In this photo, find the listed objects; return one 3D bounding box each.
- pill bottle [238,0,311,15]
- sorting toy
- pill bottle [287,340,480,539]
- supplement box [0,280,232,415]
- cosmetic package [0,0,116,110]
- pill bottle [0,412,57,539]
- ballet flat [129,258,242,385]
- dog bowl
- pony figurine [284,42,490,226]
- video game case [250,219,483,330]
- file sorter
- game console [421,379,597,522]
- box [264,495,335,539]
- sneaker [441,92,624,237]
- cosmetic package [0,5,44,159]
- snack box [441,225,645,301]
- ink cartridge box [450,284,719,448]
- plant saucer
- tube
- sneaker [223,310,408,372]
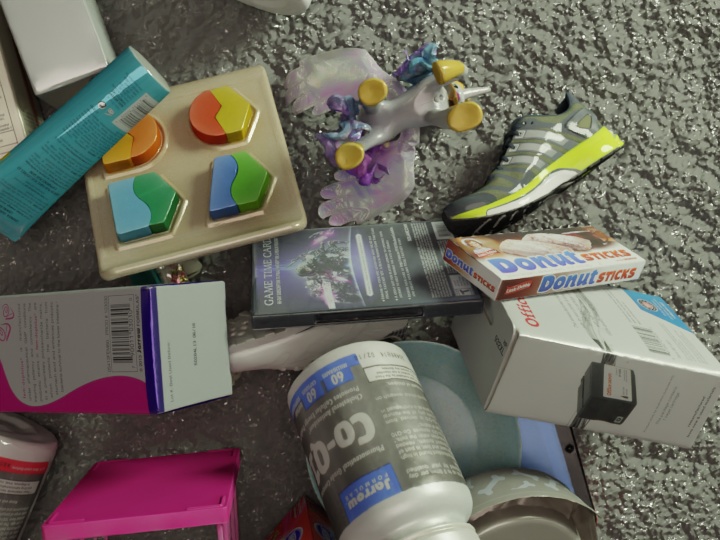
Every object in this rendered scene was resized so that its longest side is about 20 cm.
[{"bbox_3d":[-0.069,-0.351,0.852,0.111,0.111,0.201,18,88,-4],"label":"pill bottle"},{"bbox_3d":[-0.158,-0.098,0.833,0.184,0.037,0.201,-15,60,-4],"label":"sorting toy"},{"bbox_3d":[0.022,0.167,0.748,0.113,0.114,0.200,-22,55,-4],"label":"pill bottle"},{"bbox_3d":[-0.220,0.066,0.795,0.199,0.103,0.102,-3,90,28],"label":"supplement box"},{"bbox_3d":[-0.285,-0.254,0.839,0.071,0.101,0.201,-21,90,-4],"label":"cosmetic package"},{"bbox_3d":[-0.358,0.227,0.821,0.110,0.111,0.201,22,87,-4],"label":"pill bottle"},{"bbox_3d":[-0.169,0.027,0.870,0.064,0.076,0.201,-29,97,-35],"label":"ballet flat"},{"bbox_3d":[0.128,0.265,0.836,0.199,0.059,0.201,-7,118,-12],"label":"dog bowl"},{"bbox_3d":[0.024,-0.134,0.835,0.192,0.200,0.167,-18,98,11],"label":"pony figurine"},{"bbox_3d":[0.000,0.000,0.844,0.199,0.143,0.019,-5,123,-4],"label":"video game case"},{"bbox_3d":[-0.173,0.242,0.793,0.138,0.200,0.126,-4,92,-5],"label":"file sorter"},{"bbox_3d":[0.126,0.194,0.900,0.176,0.031,0.201,-16,90,-5],"label":"game console"},{"bbox_3d":[-0.042,0.284,0.800,0.095,0.200,0.100,43,87,-6],"label":"box"},{"bbox_3d":[0.153,-0.099,0.886,0.200,0.074,0.081,-31,81,-20],"label":"sneaker"},{"bbox_3d":[-0.361,-0.184,0.838,0.103,0.087,0.201,-14,91,-3],"label":"cosmetic package"},{"bbox_3d":[0.169,-0.009,0.838,0.199,0.072,0.024,-6,125,-38],"label":"snack box"},{"bbox_3d":[0.196,0.071,0.827,0.199,0.145,0.084,12,115,-14],"label":"ink cartridge box"},{"bbox_3d":[0.049,0.164,0.869,0.200,0.039,0.202,0,92,1],"label":"plant saucer"},{"bbox_3d":[-0.253,-0.107,0.798,0.200,0.077,0.050,-41,48,3],"label":"tube"},{"bbox_3d":[-0.043,0.063,0.852,0.199,0.076,0.081,-18,115,-19],"label":"sneaker"}]
